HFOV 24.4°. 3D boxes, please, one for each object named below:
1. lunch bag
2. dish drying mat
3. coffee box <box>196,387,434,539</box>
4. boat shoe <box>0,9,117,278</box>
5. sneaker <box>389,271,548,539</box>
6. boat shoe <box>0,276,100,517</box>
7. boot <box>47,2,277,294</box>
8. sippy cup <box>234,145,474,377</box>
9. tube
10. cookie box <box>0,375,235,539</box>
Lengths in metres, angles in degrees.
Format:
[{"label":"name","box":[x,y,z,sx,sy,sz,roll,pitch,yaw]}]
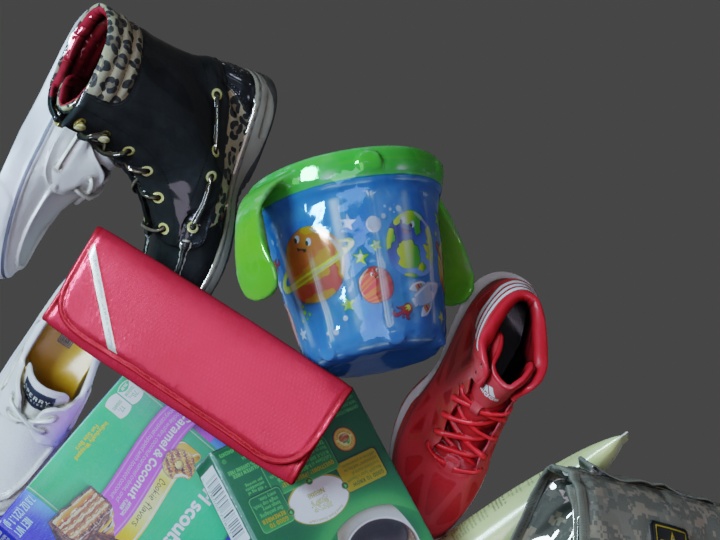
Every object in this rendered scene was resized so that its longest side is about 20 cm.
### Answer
[{"label":"lunch bag","box":[0.176,0.238,1.135,0.163,0.117,0.201,16,90,-30]},{"label":"dish drying mat","box":[-0.108,0.055,1.088,0.199,0.018,0.077,33,89,6]},{"label":"coffee box","box":[-0.013,0.192,1.109,0.123,0.044,0.201,-23,78,-30]},{"label":"boat shoe","box":[-0.202,-0.081,1.166,0.065,0.072,0.201,24,83,3]},{"label":"sneaker","box":[0.071,0.097,1.149,0.078,0.116,0.201,17,92,-2]},{"label":"boat shoe","box":[-0.223,0.085,1.166,0.071,0.070,0.201,31,92,-1]},{"label":"boot","box":[-0.152,-0.065,1.126,0.153,0.073,0.205,25,84,-41]},{"label":"sippy cup","box":[0.000,0.000,1.122,0.177,0.140,0.131,-9,77,-11]},{"label":"tube","box":[0.111,0.178,1.174,0.200,0.058,0.052,-38,118,0]},{"label":"cookie box","box":[-0.126,0.182,1.134,0.200,0.075,0.171,40,59,-3]}]
